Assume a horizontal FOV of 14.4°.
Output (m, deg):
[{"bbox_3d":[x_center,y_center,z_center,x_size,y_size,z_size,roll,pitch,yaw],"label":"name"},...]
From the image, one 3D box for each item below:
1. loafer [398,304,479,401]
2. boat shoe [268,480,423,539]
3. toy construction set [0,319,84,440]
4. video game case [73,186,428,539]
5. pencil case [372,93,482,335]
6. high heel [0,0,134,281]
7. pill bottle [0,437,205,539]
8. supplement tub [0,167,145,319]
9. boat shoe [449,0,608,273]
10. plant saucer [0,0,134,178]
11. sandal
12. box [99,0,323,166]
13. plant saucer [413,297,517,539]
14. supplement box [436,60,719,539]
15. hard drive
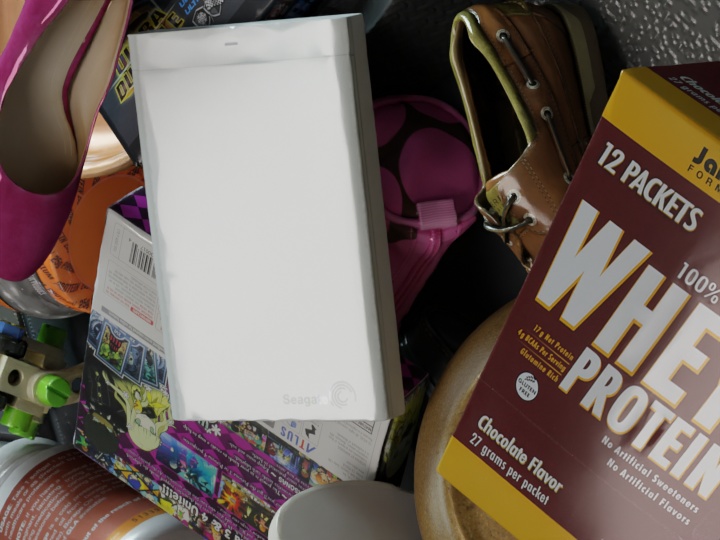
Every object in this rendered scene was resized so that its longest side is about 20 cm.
[{"bbox_3d":[0.107,0.070,1.455,0.200,0.073,0.073,36,118,22],"label":"loafer"},{"bbox_3d":[0.037,0.166,1.492,0.093,0.199,0.075,125,150,-53],"label":"boat shoe"},{"bbox_3d":[-0.199,0.062,1.747,0.199,0.131,0.093,-7,66,49],"label":"toy construction set"},{"bbox_3d":[-0.064,0.076,1.538,0.199,0.036,0.182,32,134,22],"label":"video game case"},{"bbox_3d":[0.000,0.000,1.515,0.200,0.090,0.094,118,152,-47],"label":"pencil case"},{"bbox_3d":[-0.152,-0.088,1.466,0.096,0.067,0.201,22,98,61],"label":"high heel"},{"bbox_3d":[-0.162,0.173,1.758,0.200,0.112,0.113,26,129,52],"label":"pill bottle"},{"bbox_3d":[-0.210,-0.042,1.697,0.199,0.122,0.123,16,122,42],"label":"supplement tub"},{"bbox_3d":[0.086,-0.033,1.359,0.072,0.068,0.201,-43,54,52],"label":"boat shoe"},{"bbox_3d":[-0.147,-0.152,1.589,0.199,0.037,0.202,1,91,35],"label":"plant saucer"},{"bbox_3d":[0.020,-0.129,1.447,0.200,0.075,0.048,-39,47,49],"label":"sandal"},{"bbox_3d":[-0.101,-0.193,1.498,0.200,0.050,0.199,-48,67,31],"label":"box"},{"bbox_3d":[0.113,0.099,1.391,0.199,0.035,0.202,-3,81,22],"label":"plant saucer"},{"bbox_3d":[0.171,0.028,1.213,0.133,0.197,0.201,38,118,28],"label":"supplement box"},{"bbox_3d":[-0.048,-0.025,1.441,0.131,0.026,0.202,-2,99,31],"label":"hard drive"}]
